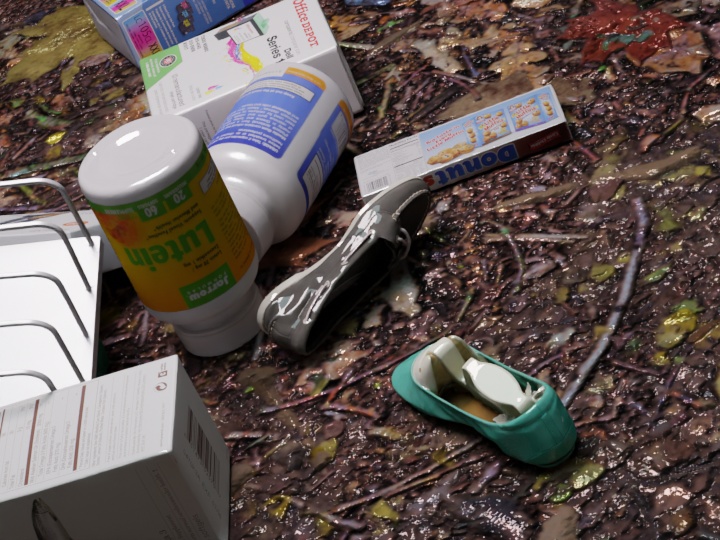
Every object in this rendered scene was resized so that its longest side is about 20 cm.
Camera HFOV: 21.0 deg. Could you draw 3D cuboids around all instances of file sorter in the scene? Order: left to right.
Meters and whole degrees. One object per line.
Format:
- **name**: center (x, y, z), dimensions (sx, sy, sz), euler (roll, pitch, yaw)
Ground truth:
- **file sorter**: center (-0.302, 0.036, 1.626), dimensions (0.138, 0.125, 0.200), euler (-6, 58, 7)

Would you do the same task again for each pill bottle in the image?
- **pill bottle**: center (-0.154, -0.025, 1.673), dimensions (0.111, 0.200, 0.111), euler (-16, 35, 12)
- **pill bottle**: center (-0.091, -0.094, 1.807), dimensions (0.112, 0.112, 0.200), euler (-1, 40, 30)

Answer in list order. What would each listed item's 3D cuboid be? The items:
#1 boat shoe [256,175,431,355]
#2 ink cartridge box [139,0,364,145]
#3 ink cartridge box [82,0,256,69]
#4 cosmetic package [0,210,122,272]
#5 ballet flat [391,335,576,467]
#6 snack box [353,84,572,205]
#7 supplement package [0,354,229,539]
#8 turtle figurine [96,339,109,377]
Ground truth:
- **boat shoe**: center (0.000, 0.000, 1.677), dimensions (0.200, 0.067, 0.057), euler (-42, 54, -17)
- **ink cartridge box**: center (-0.112, -0.189, 1.968), dimensions (0.200, 0.084, 0.145), euler (-23, 34, 1)
- **ink cartridge box**: center (-0.206, -0.327, 2.219), dimensions (0.200, 0.076, 0.136), euler (-31, 35, -13)
- **cosmetic package**: center (-0.308, -0.022, 1.836), dimensions (0.200, 0.052, 0.151), euler (-2, 11, 28)
- **ballet flat**: center (0.088, 0.086, 1.496), dimensions (0.067, 0.070, 0.200), euler (-39, 37, -20)
- **snack box**: center (0.093, -0.113, 1.799), dimensions (0.200, 0.024, 0.072), euler (-20, 34, 6)
- **supplement package**: center (-0.216, 0.168, 1.526), dimensions (0.200, 0.117, 0.117), euler (-17, 37, 11)
- **turtle figurine**: center (-0.335, 0.079, 1.739), dimensions (0.200, 0.101, 0.150), euler (10, 52, 29)
